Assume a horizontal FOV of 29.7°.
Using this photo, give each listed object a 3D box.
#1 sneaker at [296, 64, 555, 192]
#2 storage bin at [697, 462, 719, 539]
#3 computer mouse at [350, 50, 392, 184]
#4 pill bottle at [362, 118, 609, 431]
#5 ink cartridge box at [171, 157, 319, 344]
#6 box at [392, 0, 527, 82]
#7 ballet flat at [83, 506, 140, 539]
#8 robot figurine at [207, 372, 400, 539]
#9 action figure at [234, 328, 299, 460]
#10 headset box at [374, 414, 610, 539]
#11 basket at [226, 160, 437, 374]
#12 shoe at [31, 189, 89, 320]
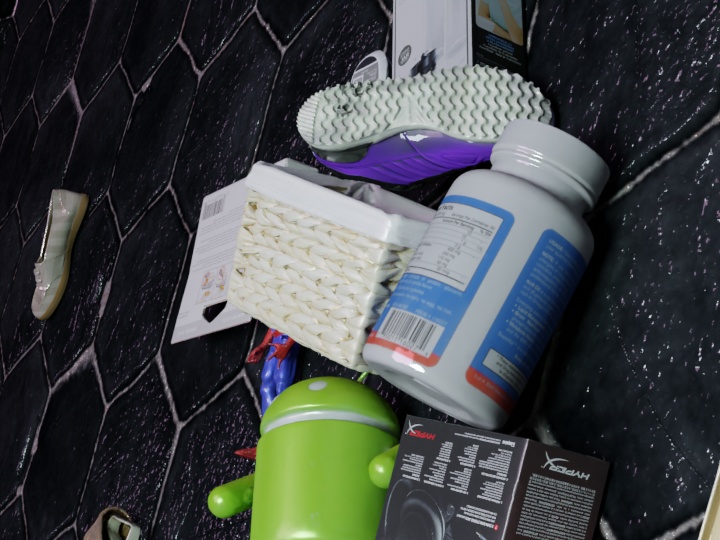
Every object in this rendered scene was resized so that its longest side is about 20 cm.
[{"bbox_3d":[0.057,-0.105,1.085,0.200,0.100,0.070,0,60,14],"label":"sneaker"},{"bbox_3d":[0.242,0.183,0.603,0.200,0.094,0.199,9,82,62],"label":"storage bin"},{"bbox_3d":[0.015,-0.102,1.240,0.110,0.044,0.200,-11,70,64],"label":"computer mouse"},{"bbox_3d":[0.094,0.000,0.944,0.200,0.112,0.112,-60,26,-10],"label":"pill bottle"},{"bbox_3d":[-0.124,-0.012,1.427,0.200,0.045,0.176,-16,59,58],"label":"ink cartridge box"},{"bbox_3d":[0.082,-0.213,1.163,0.117,0.060,0.200,-34,45,49],"label":"box"},{"bbox_3d":[-0.252,0.309,1.445,0.067,0.068,0.200,-61,31,4],"label":"ballet flat"},{"bbox_3d":[-0.026,0.173,1.064,0.175,0.116,0.200,-17,54,30],"label":"robot figurine"},{"bbox_3d":[-0.075,0.080,1.286,0.065,0.052,0.200,-14,59,62],"label":"action figure"},{"bbox_3d":[0.073,0.208,0.910,0.149,0.077,0.200,0,74,61],"label":"headset box"},{"bbox_3d":[0.000,0.000,1.078,0.200,0.136,0.123,26,102,50],"label":"basket"},{"bbox_3d":[-0.462,-0.026,2.030,0.070,0.053,0.200,6,79,62],"label":"shoe"}]
